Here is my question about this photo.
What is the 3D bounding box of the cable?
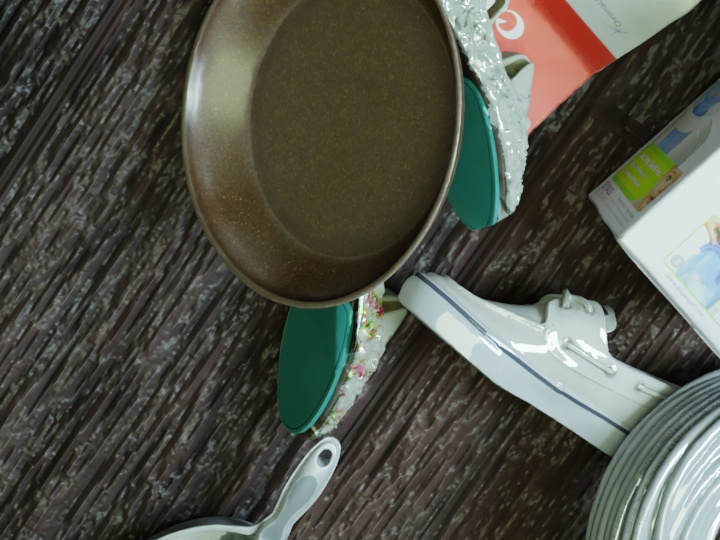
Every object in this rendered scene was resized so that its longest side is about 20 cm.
[{"bbox_3d":[0.220,0.152,1.212,0.200,0.069,0.201,39,85,-30],"label":"cable"}]

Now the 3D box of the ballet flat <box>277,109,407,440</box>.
[{"bbox_3d":[0.000,0.000,1.197,0.063,0.076,0.202,-4,113,-33],"label":"ballet flat"}]

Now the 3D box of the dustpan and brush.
[{"bbox_3d":[-0.067,0.171,1.239,0.139,0.057,0.201,31,101,-9],"label":"dustpan and brush"}]

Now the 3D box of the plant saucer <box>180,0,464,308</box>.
[{"bbox_3d":[-0.014,-0.081,1.128,0.199,0.036,0.203,-1,89,41],"label":"plant saucer"}]

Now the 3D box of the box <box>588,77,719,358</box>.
[{"bbox_3d":[0.236,-0.059,1.162,0.200,0.113,0.101,-42,102,8],"label":"box"}]

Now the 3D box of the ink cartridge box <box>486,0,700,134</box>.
[{"bbox_3d":[0.104,-0.184,1.161,0.200,0.047,0.160,-42,101,7],"label":"ink cartridge box"}]

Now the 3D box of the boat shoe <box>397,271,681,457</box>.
[{"bbox_3d":[0.113,0.044,1.206,0.199,0.071,0.070,33,93,-17],"label":"boat shoe"}]

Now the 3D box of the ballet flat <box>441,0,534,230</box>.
[{"bbox_3d":[0.060,-0.121,1.150,0.071,0.072,0.202,-18,111,3],"label":"ballet flat"}]
